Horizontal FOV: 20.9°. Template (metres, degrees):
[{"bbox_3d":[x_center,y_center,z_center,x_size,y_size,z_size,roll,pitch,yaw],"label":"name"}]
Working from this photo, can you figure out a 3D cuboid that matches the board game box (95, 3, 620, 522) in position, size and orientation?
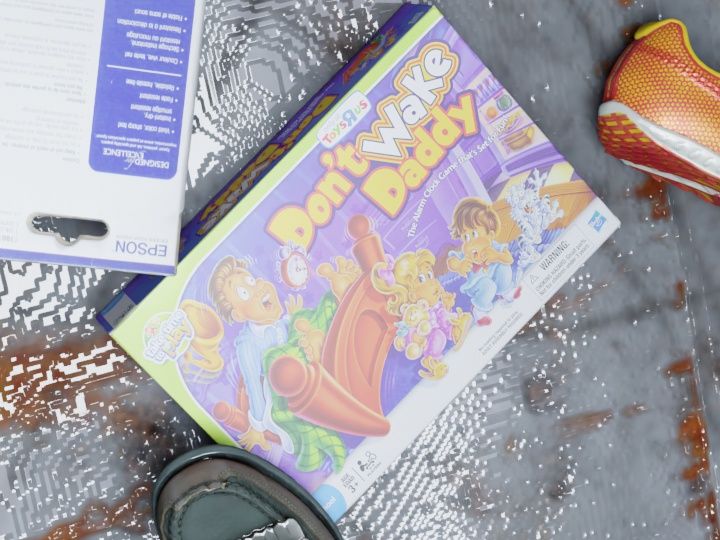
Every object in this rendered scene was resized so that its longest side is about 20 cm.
[{"bbox_3d":[0.000,0.000,0.870,0.200,0.045,0.135,-46,107,-5],"label":"board game box"}]

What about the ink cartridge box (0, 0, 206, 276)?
[{"bbox_3d":[-0.116,-0.102,0.820,0.098,0.039,0.202,7,91,-18],"label":"ink cartridge box"}]

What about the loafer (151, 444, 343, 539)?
[{"bbox_3d":[-0.026,0.160,0.845,0.071,0.063,0.201,-26,125,2],"label":"loafer"}]

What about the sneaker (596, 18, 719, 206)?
[{"bbox_3d":[0.204,-0.051,0.910,0.199,0.073,0.078,30,79,-21],"label":"sneaker"}]
